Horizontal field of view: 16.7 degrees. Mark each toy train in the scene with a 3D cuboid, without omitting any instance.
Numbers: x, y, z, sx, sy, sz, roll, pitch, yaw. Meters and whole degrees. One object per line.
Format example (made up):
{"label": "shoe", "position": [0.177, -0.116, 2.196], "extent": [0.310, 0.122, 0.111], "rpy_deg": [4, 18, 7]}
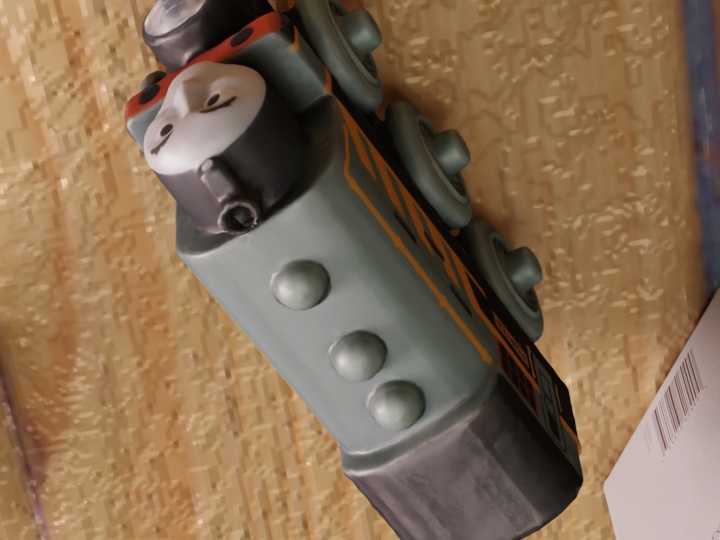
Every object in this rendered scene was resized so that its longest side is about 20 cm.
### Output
{"label": "toy train", "position": [0.000, 0.000, 0.755], "extent": [0.085, 0.114, 0.200], "rpy_deg": [-29, 122, 14]}

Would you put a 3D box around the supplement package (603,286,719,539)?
{"label": "supplement package", "position": [0.201, 0.094, 0.837], "extent": [0.199, 0.110, 0.114], "rpy_deg": [18, 120, -16]}
